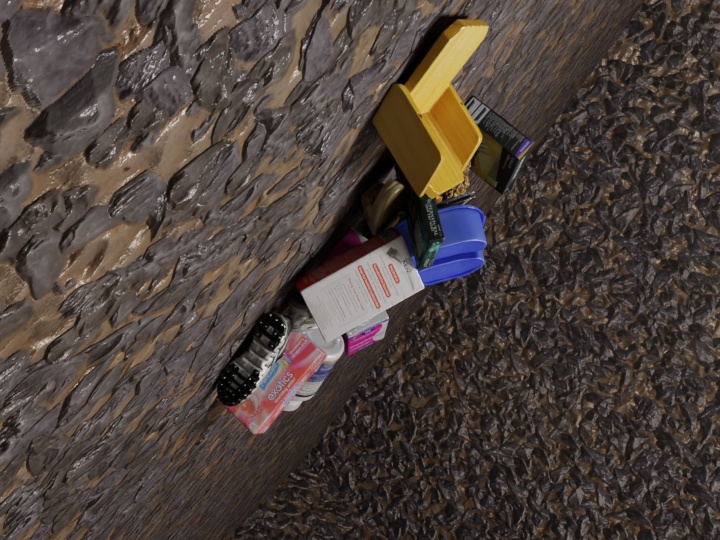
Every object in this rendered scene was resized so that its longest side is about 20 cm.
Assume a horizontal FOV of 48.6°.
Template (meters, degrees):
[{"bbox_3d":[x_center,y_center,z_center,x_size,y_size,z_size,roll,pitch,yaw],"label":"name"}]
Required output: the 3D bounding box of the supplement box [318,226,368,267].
[{"bbox_3d":[0.000,0.000,1.541,0.101,0.103,0.200,-49,172,-2],"label":"supplement box"}]

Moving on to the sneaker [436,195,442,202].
[{"bbox_3d":[0.109,-0.123,1.712,0.077,0.078,0.201,-30,159,-25],"label":"sneaker"}]

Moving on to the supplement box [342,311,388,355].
[{"bbox_3d":[-0.006,0.109,1.797,0.100,0.104,0.200,-26,167,-8],"label":"supplement box"}]

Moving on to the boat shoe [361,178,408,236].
[{"bbox_3d":[0.032,-0.114,1.375,0.074,0.067,0.200,-39,171,-16],"label":"boat shoe"}]

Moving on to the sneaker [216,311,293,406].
[{"bbox_3d":[-0.177,0.155,1.401,0.201,0.066,0.090,-56,167,14],"label":"sneaker"}]

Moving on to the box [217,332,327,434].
[{"bbox_3d":[-0.166,0.203,1.526,0.200,0.102,0.095,-49,170,-5],"label":"box"}]

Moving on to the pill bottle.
[{"bbox_3d":[-0.124,0.205,1.697,0.201,0.111,0.111,-57,169,33],"label":"pill bottle"}]

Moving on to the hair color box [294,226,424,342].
[{"bbox_3d":[-0.001,0.024,1.385,0.198,0.112,0.064,-28,-156,-5],"label":"hair color box"}]

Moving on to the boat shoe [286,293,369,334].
[{"bbox_3d":[-0.059,0.086,1.487,0.201,0.074,0.065,6,109,-49],"label":"boat shoe"}]

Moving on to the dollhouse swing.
[{"bbox_3d":[0.143,-0.238,1.170,0.175,0.183,0.200,-33,180,29],"label":"dollhouse swing"}]

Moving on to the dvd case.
[{"bbox_3d":[0.116,-0.103,1.569,0.198,0.016,0.149,-19,174,-13],"label":"dvd case"}]

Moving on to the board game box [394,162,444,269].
[{"bbox_3d":[0.096,-0.119,1.343,0.028,0.203,0.135,-9,162,-8],"label":"board game box"}]

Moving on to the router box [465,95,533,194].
[{"bbox_3d":[0.267,-0.257,1.665,0.052,0.157,0.200,-48,169,-12],"label":"router box"}]

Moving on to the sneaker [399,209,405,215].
[{"bbox_3d":[0.127,-0.181,1.531,0.201,0.079,0.130,-56,170,24],"label":"sneaker"}]

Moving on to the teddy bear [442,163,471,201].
[{"bbox_3d":[0.189,-0.196,1.678,0.066,0.147,0.200,-9,159,-5],"label":"teddy bear"}]

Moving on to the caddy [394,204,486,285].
[{"bbox_3d":[0.146,-0.055,1.506,0.197,0.106,0.142,-14,151,-4],"label":"caddy"}]
